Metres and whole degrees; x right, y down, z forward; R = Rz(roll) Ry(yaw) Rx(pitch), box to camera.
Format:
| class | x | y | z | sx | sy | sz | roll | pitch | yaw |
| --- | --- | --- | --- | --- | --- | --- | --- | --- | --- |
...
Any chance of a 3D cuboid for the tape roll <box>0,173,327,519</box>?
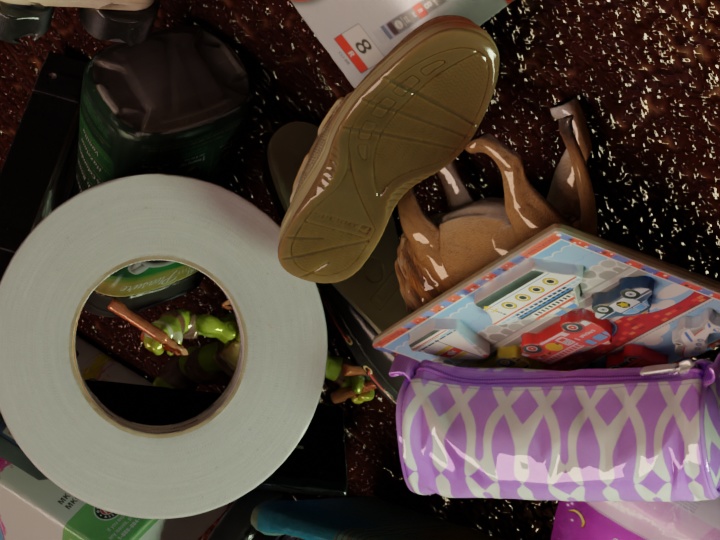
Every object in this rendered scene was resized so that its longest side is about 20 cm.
| class | x | y | z | sx | sy | sz | roll | pitch | yaw |
| --- | --- | --- | --- | --- | --- | --- | --- | --- | --- |
| tape roll | -0.120 | 0.044 | 1.565 | 0.200 | 0.200 | 0.066 | 48 | 176 | -3 |

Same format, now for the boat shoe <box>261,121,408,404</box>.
| class | x | y | z | sx | sy | sz | roll | pitch | yaw |
| --- | --- | --- | --- | --- | --- | --- | --- | --- | --- |
| boat shoe | -0.002 | 0.001 | 1.626 | 0.202 | 0.074 | 0.063 | 54 | 145 | -8 |

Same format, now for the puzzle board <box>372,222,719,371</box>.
| class | x | y | z | sx | sy | sz | roll | pitch | yaw |
| --- | --- | --- | --- | --- | --- | --- | --- | --- | --- |
| puzzle board | 0.119 | 0.036 | 1.519 | 0.150 | 0.018 | 0.200 | 19 | 151 | -25 |

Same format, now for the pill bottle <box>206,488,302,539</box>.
| class | x | y | z | sx | sy | sz | roll | pitch | yaw |
| --- | --- | --- | --- | --- | --- | --- | --- | --- | --- |
| pill bottle | -0.013 | 0.237 | 1.826 | 0.199 | 0.112 | 0.112 | 35 | 142 | 15 |

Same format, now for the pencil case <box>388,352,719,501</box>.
| class | x | y | z | sx | sy | sz | roll | pitch | yaw |
| --- | --- | --- | --- | --- | --- | --- | --- | --- | --- |
| pencil case | 0.119 | 0.090 | 1.520 | 0.198 | 0.084 | 0.086 | -3 | 123 | 17 |

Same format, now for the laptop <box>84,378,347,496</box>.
| class | x | y | z | sx | sy | sz | roll | pitch | yaw |
| --- | --- | --- | --- | --- | --- | --- | --- | --- | --- |
| laptop | -0.102 | 0.134 | 1.710 | 0.176 | 0.200 | 0.104 | 6 | 111 | -4 |

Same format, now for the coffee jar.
| class | x | y | z | sx | sy | sz | roll | pitch | yaw |
| --- | --- | --- | --- | --- | --- | --- | --- | --- | --- |
| coffee jar | -0.134 | -0.058 | 1.673 | 0.086 | 0.104 | 0.201 | 55 | 148 | 26 |

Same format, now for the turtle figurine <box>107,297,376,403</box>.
| class | x | y | z | sx | sy | sz | roll | pitch | yaw |
| --- | --- | --- | --- | --- | --- | --- | --- | --- | --- |
| turtle figurine | -0.085 | 0.053 | 1.743 | 0.198 | 0.065 | 0.161 | 12 | 156 | -17 |

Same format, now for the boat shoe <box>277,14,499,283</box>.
| class | x | y | z | sx | sy | sz | roll | pitch | yaw |
| --- | --- | --- | --- | --- | --- | --- | --- | --- | --- |
| boat shoe | 0.009 | -0.079 | 1.480 | 0.071 | 0.065 | 0.200 | 22 | 130 | -22 |

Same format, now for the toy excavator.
| class | x | y | z | sx | sy | sz | roll | pitch | yaw |
| --- | --- | --- | --- | --- | --- | --- | --- | --- | --- |
| toy excavator | -0.209 | -0.244 | 1.588 | 0.193 | 0.201 | 0.100 | 2 | 143 | -16 |

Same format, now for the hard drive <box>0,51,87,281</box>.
| class | x | y | z | sx | sy | sz | roll | pitch | yaw |
| --- | --- | --- | --- | --- | --- | --- | --- | --- | --- |
| hard drive | -0.219 | -0.025 | 1.715 | 0.038 | 0.201 | 0.140 | 16 | 139 | 0 |

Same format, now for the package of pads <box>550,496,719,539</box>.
| class | x | y | z | sx | sy | sz | roll | pitch | yaw |
| --- | --- | --- | --- | --- | --- | --- | --- | --- | --- |
| package of pads | 0.211 | 0.175 | 1.580 | 0.199 | 0.076 | 0.121 | 28 | 138 | 23 |

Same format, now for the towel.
| class | x | y | z | sx | sy | sz | roll | pitch | yaw |
| --- | --- | --- | --- | --- | --- | --- | --- | --- | --- |
| towel | 0.045 | 0.182 | 1.708 | 0.199 | 0.146 | 0.022 | 15 | 96 | 34 |

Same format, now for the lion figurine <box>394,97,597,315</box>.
| class | x | y | z | sx | sy | sz | roll | pitch | yaw |
| --- | --- | --- | --- | --- | --- | --- | --- | --- | --- |
| lion figurine | 0.081 | -0.020 | 1.522 | 0.200 | 0.072 | 0.123 | -14 | 100 | 58 |

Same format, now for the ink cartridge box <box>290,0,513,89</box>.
| class | x | y | z | sx | sy | sz | roll | pitch | yaw |
| --- | --- | --- | --- | --- | --- | --- | --- | --- | --- |
| ink cartridge box | 0.019 | -0.196 | 1.444 | 0.163 | 0.050 | 0.200 | 53 | 146 | -9 |

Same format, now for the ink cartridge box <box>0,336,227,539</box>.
| class | x | y | z | sx | sy | sz | roll | pitch | yaw |
| --- | --- | --- | --- | --- | --- | --- | --- | --- | --- |
| ink cartridge box | -0.212 | 0.137 | 1.897 | 0.199 | 0.145 | 0.088 | 30 | 140 | 21 |
